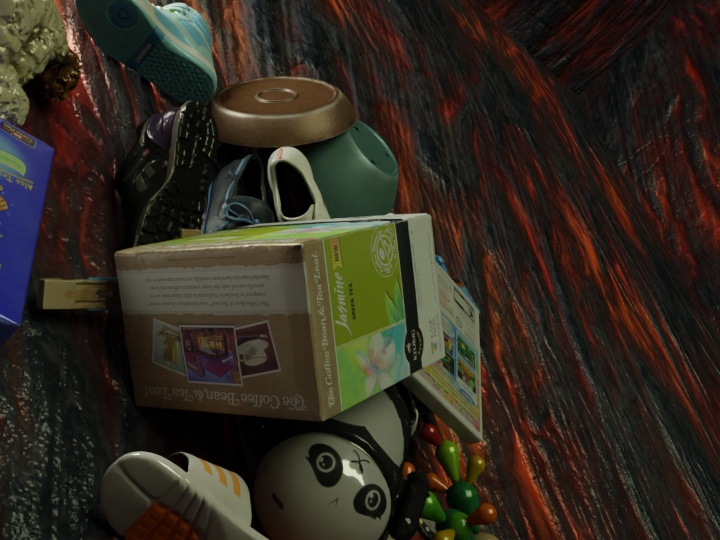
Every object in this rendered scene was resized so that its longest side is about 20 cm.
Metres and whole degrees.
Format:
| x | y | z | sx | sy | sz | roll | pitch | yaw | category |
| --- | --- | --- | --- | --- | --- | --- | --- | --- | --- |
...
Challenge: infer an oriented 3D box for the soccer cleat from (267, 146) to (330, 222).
| x | y | z | sx | sy | sz | roll | pitch | yaw | category |
| --- | --- | --- | --- | --- | --- | --- | --- | --- | --- |
| -0.060 | -0.043 | 0.975 | 0.085 | 0.068 | 0.203 | -75 | 147 | -80 | soccer cleat |

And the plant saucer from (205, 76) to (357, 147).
| x | y | z | sx | sy | sz | roll | pitch | yaw | category |
| --- | --- | --- | --- | --- | --- | --- | --- | --- | --- |
| -0.103 | -0.203 | 1.055 | 0.201 | 0.197 | 0.035 | -70 | 161 | -60 | plant saucer |

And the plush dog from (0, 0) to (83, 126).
| x | y | z | sx | sy | sz | roll | pitch | yaw | category |
| --- | --- | --- | --- | --- | --- | --- | --- | --- | --- |
| -0.334 | -0.242 | 0.791 | 0.200 | 0.160 | 0.172 | 48 | 0 | -8 | plush dog |

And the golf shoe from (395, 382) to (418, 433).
| x | y | z | sx | sy | sz | roll | pitch | yaw | category |
| --- | --- | --- | --- | --- | --- | --- | --- | --- | --- |
| -0.002 | 0.091 | 0.899 | 0.078 | 0.095 | 0.201 | -39 | 86 | -20 | golf shoe |

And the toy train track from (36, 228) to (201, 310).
| x | y | z | sx | sy | sz | roll | pitch | yaw | category |
| --- | --- | --- | --- | --- | --- | --- | --- | --- | --- |
| -0.195 | 0.019 | 0.752 | 0.199 | 0.032 | 0.117 | 1 | 95 | -51 | toy train track |

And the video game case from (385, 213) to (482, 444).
| x | y | z | sx | sy | sz | roll | pitch | yaw | category |
| --- | --- | --- | --- | --- | --- | --- | --- | --- | --- |
| 0.077 | 0.064 | 0.937 | 0.200 | 0.023 | 0.184 | 46 | 36 | -37 | video game case |

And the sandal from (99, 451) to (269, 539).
| x | y | z | sx | sy | sz | roll | pitch | yaw | category |
| --- | --- | --- | --- | --- | --- | --- | --- | --- | --- |
| -0.110 | 0.191 | 0.648 | 0.207 | 0.079 | 0.060 | 46 | 24 | -29 | sandal |

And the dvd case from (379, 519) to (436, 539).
| x | y | z | sx | sy | sz | roll | pitch | yaw | category |
| --- | --- | --- | --- | --- | --- | --- | --- | --- | --- |
| 0.060 | 0.318 | 0.806 | 0.146 | 0.022 | 0.200 | 50 | 25 | -2 | dvd case |

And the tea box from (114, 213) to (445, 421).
| x | y | z | sx | sy | sz | roll | pitch | yaw | category |
| --- | --- | --- | --- | --- | --- | --- | --- | --- | --- |
| -0.063 | 0.031 | 0.721 | 0.196 | 0.198 | 0.136 | -18 | 104 | -56 | tea box |

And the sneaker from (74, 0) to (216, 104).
| x | y | z | sx | sy | sz | roll | pitch | yaw | category |
| --- | --- | --- | --- | --- | --- | --- | --- | --- | --- |
| -0.258 | -0.301 | 1.037 | 0.200 | 0.079 | 0.132 | 42 | 27 | -37 | sneaker |

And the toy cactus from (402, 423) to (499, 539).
| x | y | z | sx | sy | sz | roll | pitch | yaw | category |
| --- | --- | --- | --- | --- | --- | --- | --- | --- | --- |
| 0.111 | 0.260 | 0.854 | 0.165 | 0.102 | 0.201 | 48 | 15 | -28 | toy cactus |

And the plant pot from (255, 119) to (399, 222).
| x | y | z | sx | sy | sz | roll | pitch | yaw | category |
| --- | --- | --- | --- | --- | --- | --- | --- | --- | --- |
| -0.028 | -0.115 | 1.094 | 0.199 | 0.134 | 0.201 | 38 | 28 | -24 | plant pot |

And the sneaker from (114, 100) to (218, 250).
| x | y | z | sx | sy | sz | roll | pitch | yaw | category |
| --- | --- | --- | --- | --- | --- | --- | --- | --- | --- |
| -0.205 | -0.071 | 0.845 | 0.076 | 0.086 | 0.202 | 49 | 43 | -47 | sneaker |

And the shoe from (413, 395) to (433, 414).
| x | y | z | sx | sy | sz | roll | pitch | yaw | category |
| --- | --- | --- | --- | --- | --- | --- | --- | --- | --- |
| 0.047 | 0.109 | 0.996 | 0.198 | 0.071 | 0.092 | 18 | 58 | -27 | shoe |

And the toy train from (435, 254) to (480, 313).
| x | y | z | sx | sy | sz | roll | pitch | yaw | category |
| --- | --- | --- | --- | --- | --- | --- | --- | --- | --- |
| 0.069 | 0.033 | 1.107 | 0.199 | 0.087 | 0.115 | 6 | 46 | -55 | toy train |

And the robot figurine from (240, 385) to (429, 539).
| x | y | z | sx | sy | sz | roll | pitch | yaw | category |
| --- | --- | --- | --- | --- | --- | --- | --- | --- | --- |
| -0.020 | 0.163 | 0.758 | 0.200 | 0.148 | 0.127 | -63 | 148 | -62 | robot figurine |

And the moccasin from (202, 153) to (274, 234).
| x | y | z | sx | sy | sz | roll | pitch | yaw | category |
| --- | --- | --- | --- | --- | --- | --- | --- | --- | --- |
| -0.132 | -0.058 | 0.930 | 0.080 | 0.068 | 0.202 | 27 | 34 | -39 | moccasin |

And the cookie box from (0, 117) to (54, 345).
| x | y | z | sx | sy | sz | roll | pitch | yaw | category |
| --- | --- | --- | --- | --- | --- | --- | --- | --- | --- |
| -0.322 | -0.048 | 0.607 | 0.170 | 0.075 | 0.202 | 32 | 32 | -34 | cookie box |
